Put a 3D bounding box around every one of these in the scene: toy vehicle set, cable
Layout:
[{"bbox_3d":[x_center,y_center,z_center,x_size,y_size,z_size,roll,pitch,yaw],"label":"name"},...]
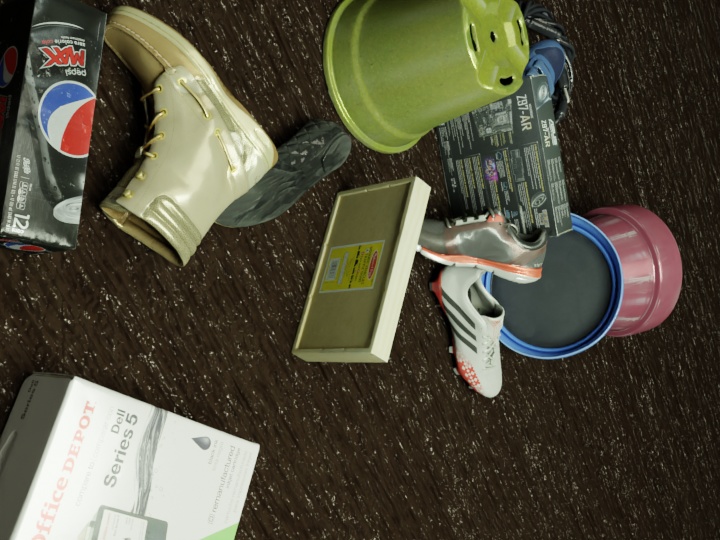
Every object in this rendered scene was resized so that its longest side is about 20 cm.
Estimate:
[{"bbox_3d":[0.000,0.000,0.858,0.026,0.123,0.202,32,65,-39],"label":"toy vehicle set"},{"bbox_3d":[0.287,-0.340,1.241,0.164,0.050,0.201,-51,120,-34],"label":"cable"}]

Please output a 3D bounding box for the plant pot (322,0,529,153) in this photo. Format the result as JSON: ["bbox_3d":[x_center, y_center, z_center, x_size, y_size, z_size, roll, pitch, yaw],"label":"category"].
[{"bbox_3d":[0.089,-0.252,0.931,0.199,0.183,0.203,5,84,-46],"label":"plant pot"}]

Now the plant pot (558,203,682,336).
[{"bbox_3d":[0.346,0.008,1.186,0.177,0.199,0.203,-9,93,-31],"label":"plant pot"}]

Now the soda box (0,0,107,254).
[{"bbox_3d":[-0.259,-0.118,0.635,0.063,0.070,0.203,14,77,-48],"label":"soda box"}]

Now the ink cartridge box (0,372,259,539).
[{"bbox_3d":[-0.199,0.187,0.662,0.199,0.083,0.147,32,64,-40],"label":"ink cartridge box"}]

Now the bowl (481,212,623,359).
[{"bbox_3d":[0.257,0.020,1.081,0.039,0.198,0.204,21,70,-68],"label":"bowl"}]

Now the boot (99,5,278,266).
[{"bbox_3d":[-0.188,-0.120,0.711,0.200,0.072,0.156,47,64,-21],"label":"boot"}]

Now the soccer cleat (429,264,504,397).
[{"bbox_3d":[0.158,0.082,1.044,0.068,0.085,0.202,-36,112,-42],"label":"soccer cleat"}]

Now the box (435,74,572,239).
[{"bbox_3d":[0.183,-0.139,1.037,0.043,0.159,0.203,-18,99,-45],"label":"box"}]

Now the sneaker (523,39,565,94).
[{"bbox_3d":[0.238,-0.258,1.131,0.200,0.082,0.074,-46,114,-18],"label":"sneaker"}]

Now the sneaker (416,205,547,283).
[{"bbox_3d":[0.141,-0.050,0.987,0.197,0.077,0.083,14,113,-8],"label":"sneaker"}]

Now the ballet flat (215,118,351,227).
[{"bbox_3d":[-0.089,-0.103,0.841,0.199,0.056,0.067,-37,140,-36],"label":"ballet flat"}]
